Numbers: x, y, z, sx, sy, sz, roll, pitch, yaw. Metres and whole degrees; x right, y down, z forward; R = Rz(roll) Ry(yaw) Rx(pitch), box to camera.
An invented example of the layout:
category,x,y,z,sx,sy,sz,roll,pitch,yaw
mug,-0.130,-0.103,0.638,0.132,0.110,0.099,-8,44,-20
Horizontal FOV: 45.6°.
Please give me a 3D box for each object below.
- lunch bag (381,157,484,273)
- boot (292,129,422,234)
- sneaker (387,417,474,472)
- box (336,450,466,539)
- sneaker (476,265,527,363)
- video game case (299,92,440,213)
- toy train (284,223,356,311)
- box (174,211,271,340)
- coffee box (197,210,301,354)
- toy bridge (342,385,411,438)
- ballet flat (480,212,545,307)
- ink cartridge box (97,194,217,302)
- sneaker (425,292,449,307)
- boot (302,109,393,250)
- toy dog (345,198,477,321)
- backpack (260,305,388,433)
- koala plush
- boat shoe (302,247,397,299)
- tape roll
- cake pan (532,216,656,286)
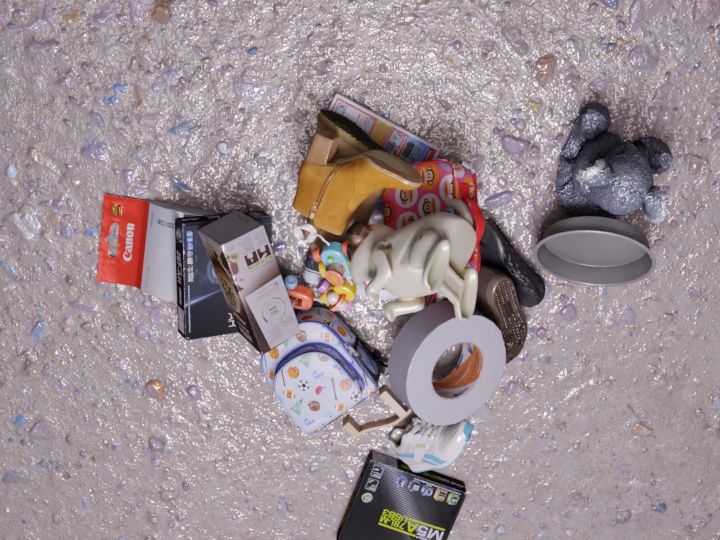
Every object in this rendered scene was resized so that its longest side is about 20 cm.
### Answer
category,x,y,z,sx,sy,sz,roll,pitch,yaw
lunch bag,0.121,-0.076,1.365,0.175,0.081,0.203,-2,90,41
boot,-0.008,-0.119,1.330,0.199,0.071,0.146,25,117,18
sneaker,0.122,0.300,1.511,0.081,0.077,0.200,43,141,-10
box,0.076,0.460,1.616,0.198,0.048,0.195,20,103,-5
sneaker,0.240,0.072,1.495,0.070,0.075,0.202,-28,130,-18
video game case,0.015,-0.188,1.441,0.198,0.017,0.144,27,104,-7
toy train,-0.076,0.019,1.406,0.148,0.056,0.201,17,138,-2
box,-0.230,0.007,1.448,0.158,0.043,0.203,-6,108,-29
coffee box,-0.179,0.018,1.388,0.079,0.113,0.202,-28,117,-20
toy bridge,0.061,0.240,1.561,0.200,0.027,0.067,-41,105,11
ballet flat,0.248,-0.021,1.483,0.066,0.057,0.201,-31,101,38
ink cartridge box,-0.353,-0.035,1.469,0.197,0.047,0.162,9,106,-4
sneaker,0.136,-0.008,1.464,0.076,0.084,0.203,2,102,-43
boot,-0.045,-0.135,1.402,0.175,0.066,0.201,41,116,19
toy dog,0.064,-0.024,1.284,0.198,0.139,0.197,1,73,38
backpack,-0.080,0.169,1.482,0.199,0.154,0.191,-35,95,11
koala plush,0.405,-0.143,1.360,0.176,0.200,0.185,27,105,-8
boat shoe,0.000,0.000,1.467,0.197,0.072,0.072,9,108,-2
tape roll,0.146,0.155,1.435,0.198,0.066,0.203,-11,115,-25
cake pan,0.386,-0.031,1.415,0.197,0.201,0.037,15,66,-4
